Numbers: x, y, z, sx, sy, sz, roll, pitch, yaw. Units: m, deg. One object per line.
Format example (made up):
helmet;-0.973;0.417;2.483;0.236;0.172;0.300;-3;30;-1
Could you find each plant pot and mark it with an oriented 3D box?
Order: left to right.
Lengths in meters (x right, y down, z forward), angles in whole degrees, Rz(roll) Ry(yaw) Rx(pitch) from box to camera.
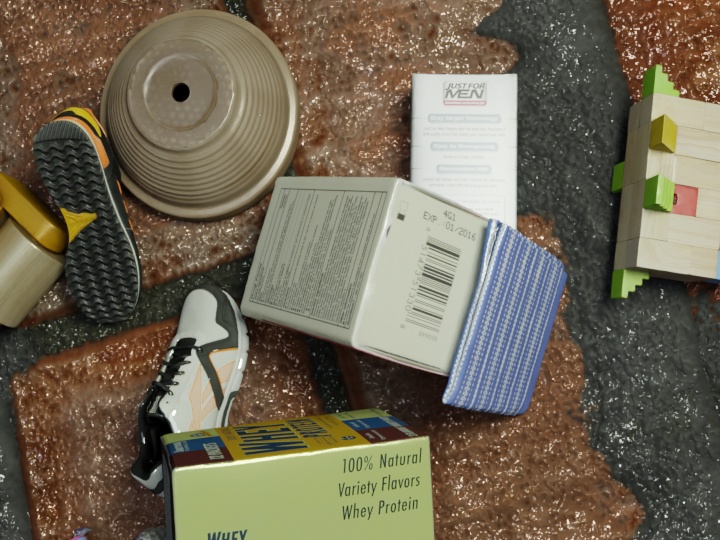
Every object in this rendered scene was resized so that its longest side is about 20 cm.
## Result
plant pot;-0.157;-0.154;0.841;0.195;0.093;0.206;0;84;4

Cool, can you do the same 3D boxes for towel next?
towel;0.124;0.047;0.757;0.023;0.199;0.148;15;87;28

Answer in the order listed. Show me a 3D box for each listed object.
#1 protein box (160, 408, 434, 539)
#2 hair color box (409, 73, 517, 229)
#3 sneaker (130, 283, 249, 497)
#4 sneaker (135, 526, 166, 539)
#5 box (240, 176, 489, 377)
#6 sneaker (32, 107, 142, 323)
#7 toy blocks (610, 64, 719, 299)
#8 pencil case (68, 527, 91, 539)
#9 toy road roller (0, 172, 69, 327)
protein box;-0.051;0.230;0.708;0.194;0.135;0.205;-4;92;-16
hair color box;0.093;-0.074;0.833;0.096;0.061;0.205;1;85;3
sneaker;-0.152;0.103;0.799;0.073;0.080;0.205;-15;61;33
sneaker;-0.136;0.319;0.806;0.198;0.070;0.100;35;90;7
box;0.000;0.000;0.752;0.107;0.199;0.131;19;85;-32
sneaker;-0.241;-0.053;0.841;0.068;0.091;0.204;-7;116;4
toy blocks;0.308;-0.067;0.811;0.133;0.100;0.205;9;85;-7
pencil case;-0.254;0.338;0.807;0.087;0.088;0.204;-22;82;1
toy road roller;-0.376;-0.045;0.816;0.199;0.146;0.123;41;88;6
